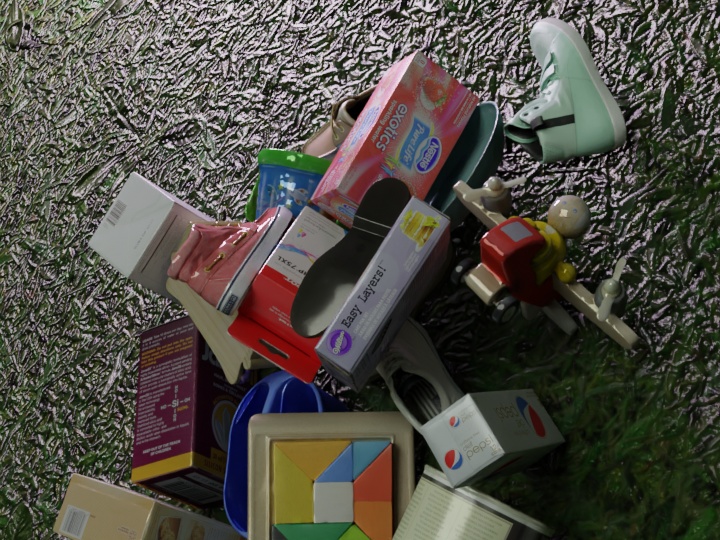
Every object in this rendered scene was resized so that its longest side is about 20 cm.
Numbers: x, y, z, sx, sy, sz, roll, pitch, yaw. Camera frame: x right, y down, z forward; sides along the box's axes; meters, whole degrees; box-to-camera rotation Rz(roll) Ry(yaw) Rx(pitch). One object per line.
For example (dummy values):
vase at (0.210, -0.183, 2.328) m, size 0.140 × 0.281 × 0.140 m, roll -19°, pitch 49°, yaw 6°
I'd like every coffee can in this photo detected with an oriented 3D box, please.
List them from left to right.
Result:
coffee can at (0.086, 0.314, 1.319) m, size 0.146 × 0.146 × 0.201 m, roll 20°, pitch 82°, yaw 44°

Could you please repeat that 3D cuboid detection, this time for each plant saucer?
plant saucer at (0.108, -0.103, 1.544) m, size 0.200 × 0.036 × 0.200 m, roll -50°, pitch 16°, yaw 20°

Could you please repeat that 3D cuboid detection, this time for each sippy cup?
sippy cup at (-0.075, -0.072, 1.673) m, size 0.178 × 0.138 × 0.132 m, roll 164°, pitch 120°, yaw -84°

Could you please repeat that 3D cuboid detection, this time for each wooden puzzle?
wooden puzzle at (-0.031, 0.249, 1.445) m, size 0.183 × 0.037 × 0.202 m, roll -1°, pitch 71°, yaw -1°

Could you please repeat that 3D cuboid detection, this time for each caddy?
caddy at (-0.088, 0.218, 1.543) m, size 0.140 × 0.105 × 0.202 m, roll -14°, pitch 60°, yaw 33°

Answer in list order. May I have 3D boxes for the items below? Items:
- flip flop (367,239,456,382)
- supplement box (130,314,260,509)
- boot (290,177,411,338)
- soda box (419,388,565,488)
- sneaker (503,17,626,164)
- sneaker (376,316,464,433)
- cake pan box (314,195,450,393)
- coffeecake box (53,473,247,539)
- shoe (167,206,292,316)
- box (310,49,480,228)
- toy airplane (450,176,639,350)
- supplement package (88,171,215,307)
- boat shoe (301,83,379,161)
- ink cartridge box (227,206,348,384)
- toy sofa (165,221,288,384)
flip flop at (0.038, 0.037, 1.562) m, size 0.081 × 0.057 × 0.201 m, roll 37°, pitch 94°, yaw 44°
supplement box at (-0.198, 0.174, 1.643) m, size 0.103 × 0.131 × 0.202 m, roll -19°, pitch 58°, yaw 30°
boot at (0.000, 0.000, 1.451) m, size 0.073 × 0.076 × 0.201 m, roll 28°, pitch 73°, yaw 29°
soda box at (0.134, 0.162, 1.316) m, size 0.063 × 0.200 × 0.068 m, roll -37°, pitch 73°, yaw 18°
sneaker at (0.205, -0.204, 1.502) m, size 0.117 × 0.074 × 0.201 m, roll -16°, pitch 53°, yaw -10°
sneaker at (0.053, 0.107, 1.473) m, size 0.073 × 0.071 × 0.200 m, roll -49°, pitch 61°, yaw 13°
cake pan box at (0.026, 0.031, 1.381) m, size 0.052 × 0.200 × 0.185 m, roll 34°, pitch 84°, yaw 8°
coffeecake box at (-0.227, 0.308, 1.549) m, size 0.153 × 0.199 × 0.074 m, roll 7°, pitch 74°, yaw 42°
shoe at (-0.148, -0.032, 1.529) m, size 0.072 × 0.091 × 0.201 m, roll -57°, pitch 3°, yaw 35°
box at (0.042, -0.141, 1.570) m, size 0.201 × 0.102 × 0.095 m, roll -59°, pitch 16°, yaw -17°
toy airplane at (0.190, -0.012, 1.369) m, size 0.142 × 0.199 × 0.199 m, roll -52°, pitch 17°, yaw 11°
supplement package at (-0.225, -0.021, 1.714) m, size 0.109 × 0.200 × 0.114 m, roll 34°, pitch 90°, yaw 44°
boat shoe at (-0.004, -0.193, 1.708) m, size 0.199 × 0.066 × 0.075 m, roll -29°, pitch 52°, yaw 26°
ink cartridge box at (-0.059, 0.025, 1.515) m, size 0.067 × 0.116 × 0.200 m, roll -58°, pitch 2°, yaw 36°
toy sofa at (-0.145, 0.038, 1.593) m, size 0.200 × 0.082 × 0.098 m, roll 51°, pitch 127°, yaw 34°
